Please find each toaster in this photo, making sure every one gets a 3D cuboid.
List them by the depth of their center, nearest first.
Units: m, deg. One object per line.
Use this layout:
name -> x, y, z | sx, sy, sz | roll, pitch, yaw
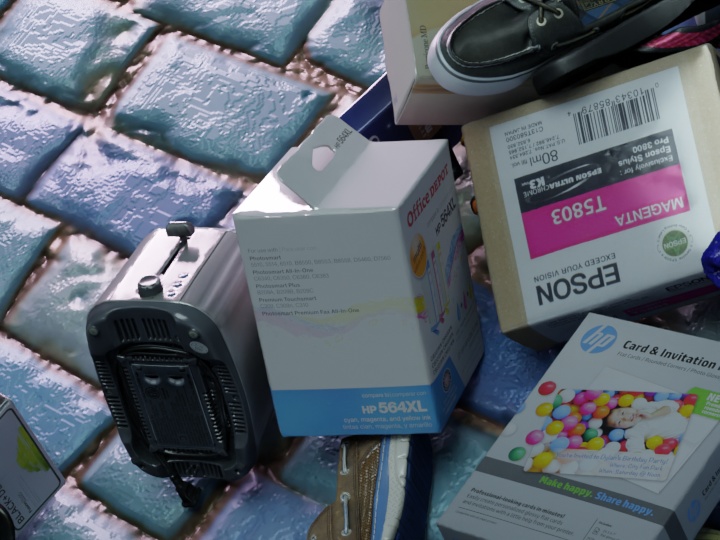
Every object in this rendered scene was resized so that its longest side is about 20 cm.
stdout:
toaster -> -0.118, 0.062, 1.568 | 0.113, 0.201, 0.129 | 1, 39, 21

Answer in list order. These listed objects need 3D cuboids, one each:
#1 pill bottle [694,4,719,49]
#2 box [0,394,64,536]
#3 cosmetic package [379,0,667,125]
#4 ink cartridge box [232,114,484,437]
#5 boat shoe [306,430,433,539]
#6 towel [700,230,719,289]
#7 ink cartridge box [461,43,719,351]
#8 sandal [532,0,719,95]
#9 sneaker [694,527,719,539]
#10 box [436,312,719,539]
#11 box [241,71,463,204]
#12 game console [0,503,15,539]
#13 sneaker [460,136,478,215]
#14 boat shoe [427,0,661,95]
pill bottle -> 0.322, -0.209, 1.616 | 0.120, 0.120, 0.200 | -46, 52, -14
box -> -0.329, 0.113, 1.639 | 0.200, 0.117, 0.060 | 27, 64, 36
cosmetic package -> 0.121, -0.168, 1.592 | 0.199, 0.071, 0.106 | -2, 64, -15
ink cartridge box -> 0.000, 0.000, 1.519 | 0.125, 0.201, 0.129 | -2, 26, 20
boat shoe -> 0.004, 0.195, 1.490 | 0.072, 0.072, 0.201 | -9, 43, 22
towel -> 0.331, -0.037, 1.428 | 0.147, 0.050, 0.200 | 32, 57, 10
ink cartridge box -> 0.186, -0.051, 1.527 | 0.199, 0.075, 0.165 | -18, 71, 22
sandal -> 0.217, -0.165, 1.532 | 0.199, 0.075, 0.045 | -29, 82, -11
sneaker -> 0.161, 0.175, 1.437 | 0.199, 0.077, 0.089 | -2, 47, 18
box -> 0.167, 0.123, 1.406 | 0.156, 0.041, 0.200 | 13, 52, 41
box -> 0.008, -0.074, 1.643 | 0.200, 0.121, 0.032 | -44, 51, -12
game console -> -0.350, 0.232, 1.568 | 0.200, 0.117, 0.176 | 24, 68, 34
sneaker -> 0.121, -0.127, 1.668 | 0.090, 0.070, 0.201 | -8, 55, 13
boat shoe -> 0.137, -0.187, 1.531 | 0.199, 0.057, 0.069 | -24, 72, -23
